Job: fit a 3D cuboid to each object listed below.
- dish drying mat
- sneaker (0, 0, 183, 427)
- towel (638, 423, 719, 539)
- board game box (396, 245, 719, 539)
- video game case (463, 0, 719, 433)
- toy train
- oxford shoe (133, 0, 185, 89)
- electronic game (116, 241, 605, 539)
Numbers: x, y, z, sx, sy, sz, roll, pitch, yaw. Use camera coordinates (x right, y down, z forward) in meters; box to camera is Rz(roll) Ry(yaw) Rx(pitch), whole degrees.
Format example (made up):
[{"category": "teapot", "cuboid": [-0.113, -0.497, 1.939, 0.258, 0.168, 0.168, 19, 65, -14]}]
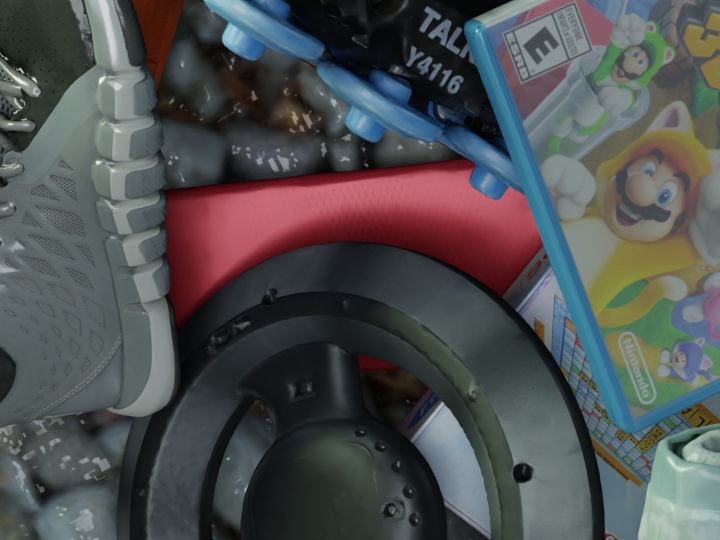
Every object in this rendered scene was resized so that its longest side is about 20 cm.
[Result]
[{"category": "dish drying mat", "cuboid": [0.000, 0.000, 0.865, 0.199, 0.018, 0.077, -6, 102, 3]}, {"category": "sneaker", "cuboid": [-0.125, -0.024, 0.770, 0.115, 0.075, 0.201, -14, 122, -15]}, {"category": "towel", "cuboid": [0.171, 0.129, 0.774, 0.199, 0.048, 0.172, -3, 106, -29]}, {"category": "board game box", "cuboid": [0.147, 0.048, 0.841, 0.200, 0.041, 0.200, 38, 100, -6]}, {"category": "video game case", "cuboid": [0.148, -0.052, 0.747, 0.199, 0.018, 0.144, -24, 105, -8]}, {"category": "toy train", "cuboid": [0.008, -0.093, 0.772, 0.200, 0.114, 0.087, 27, 98, -32]}, {"category": "oxford shoe", "cuboid": [-0.109, -0.092, 0.844, 0.073, 0.071, 0.200, 38, 96, 20]}, {"category": "electronic game", "cuboid": [-0.005, 0.090, 0.814, 0.199, 0.042, 0.201, -3, 85, 33]}]
